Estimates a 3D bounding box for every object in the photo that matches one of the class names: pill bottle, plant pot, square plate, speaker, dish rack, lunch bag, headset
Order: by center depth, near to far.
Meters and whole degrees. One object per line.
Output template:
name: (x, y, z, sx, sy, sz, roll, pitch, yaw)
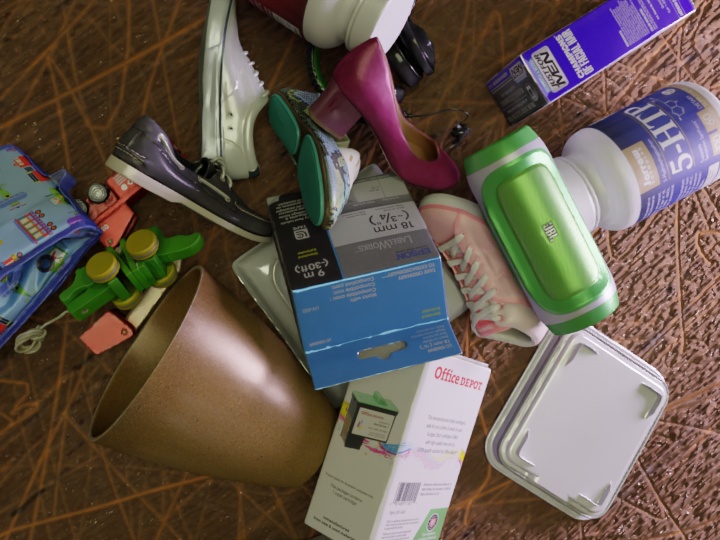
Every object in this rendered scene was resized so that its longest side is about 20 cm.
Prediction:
lunch bag: (-0.356, -0.029, 0.679, 0.150, 0.094, 0.200, 38, 76, 25)
pill bottle: (-0.051, -0.289, 0.687, 0.199, 0.113, 0.113, 34, 84, 8)
plant pot: (-0.126, 0.126, 0.703, 0.199, 0.186, 0.187, 34, 84, -20)
speaker: (0.181, -0.040, 0.720, 0.088, 0.088, 0.201, -29, 94, -8)
headset: (0.036, -0.207, 0.774, 0.200, 0.094, 0.124, 38, 108, 3)
square plate: (-0.005, 0.016, 0.787, 0.199, 0.028, 0.199, -36, 95, -8)
pill bottle: (0.293, -0.114, 0.789, 0.199, 0.120, 0.120, -27, 93, -8)
dish rack: (0.256, 0.173, 0.818, 0.171, 0.044, 0.201, 33, 85, -8)

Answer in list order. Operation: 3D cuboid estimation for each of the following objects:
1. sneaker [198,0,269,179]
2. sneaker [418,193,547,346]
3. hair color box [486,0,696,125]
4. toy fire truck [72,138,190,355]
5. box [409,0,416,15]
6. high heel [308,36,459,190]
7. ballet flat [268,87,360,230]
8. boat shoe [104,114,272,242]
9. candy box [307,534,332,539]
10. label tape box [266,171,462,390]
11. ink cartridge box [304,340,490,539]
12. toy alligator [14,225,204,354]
sneaker: (-0.133, -0.194, 0.756, 0.070, 0.073, 0.202, 0, 98, -18)
sneaker: (0.133, 0.007, 0.775, 0.200, 0.075, 0.105, 36, 67, -10)
hair color box: (0.249, -0.245, 0.789, 0.199, 0.109, 0.065, -34, 94, -8)
toy fire truck: (-0.233, -0.026, 0.741, 0.200, 0.049, 0.141, -41, 95, -8)
box: (-0.018, -0.355, 0.787, 0.199, 0.036, 0.144, 26, 86, -9)
high heel: (0.051, -0.145, 0.703, 0.199, 0.096, 0.068, 19, 41, -40)
ballet flat: (-0.036, -0.118, 0.711, 0.074, 0.074, 0.201, -16, 52, -9)
boat shoe: (-0.149, -0.084, 0.702, 0.200, 0.072, 0.063, 28, 89, -47)
candy box: (-0.041, 0.328, 0.689, 0.167, 0.200, 0.072, -17, 92, -8)
label tape box: (0.000, 0.000, 0.683, 0.143, 0.064, 0.201, -13, 47, -9)
ink cartridge box: (0.043, 0.173, 0.728, 0.084, 0.145, 0.201, 15, 85, 35)
toy alligator: (-0.247, 0.007, 0.689, 0.199, 0.059, 0.054, -31, 53, -9)
